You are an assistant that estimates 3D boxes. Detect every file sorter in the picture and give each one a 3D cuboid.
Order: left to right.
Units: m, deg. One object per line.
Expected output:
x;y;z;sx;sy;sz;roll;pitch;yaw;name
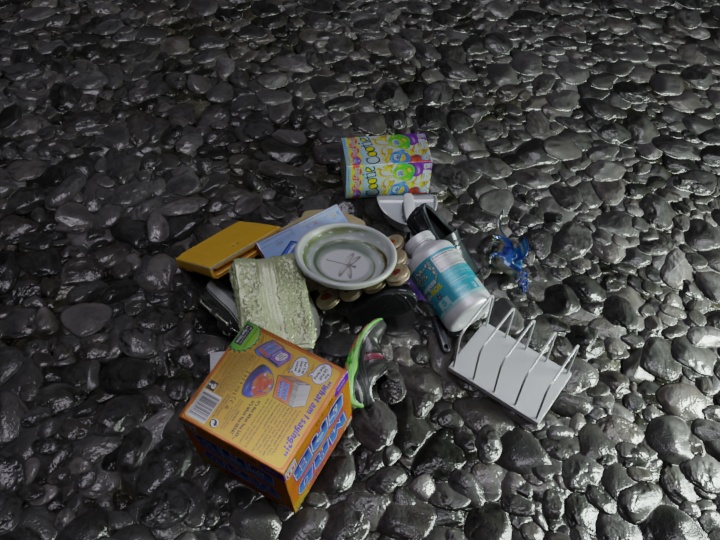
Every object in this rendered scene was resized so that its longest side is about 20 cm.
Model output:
0.292;0.163;1.461;0.200;0.125;0.139;31;56;21;file sorter

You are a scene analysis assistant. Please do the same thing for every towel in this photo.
-0.165;0.062;1.456;0.148;0.037;0.201;-6;67;-15;towel

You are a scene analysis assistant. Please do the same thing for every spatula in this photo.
0.146;0.085;1.586;0.056;0.021;0.201;-7;51;-14;spatula

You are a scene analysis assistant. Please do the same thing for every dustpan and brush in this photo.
0.112;-0.115;1.725;0.139;0.057;0.201;-2;53;-4;dustpan and brush

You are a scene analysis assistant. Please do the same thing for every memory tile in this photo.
0.000;0.000;1.551;0.199;0.017;0.154;-20;37;12;memory tile

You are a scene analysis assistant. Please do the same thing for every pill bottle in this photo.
0.169;0.016;1.562;0.110;0.111;0.200;-25;66;-22;pill bottle

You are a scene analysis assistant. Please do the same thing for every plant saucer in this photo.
-0.030;-0.017;1.502;0.199;0.050;0.201;3;39;-3;plant saucer

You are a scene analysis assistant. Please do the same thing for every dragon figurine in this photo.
0.329;-0.038;1.671;0.099;0.059;0.201;10;51;6;dragon figurine

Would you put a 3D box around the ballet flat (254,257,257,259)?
-0.184;0.037;1.541;0.065;0.071;0.201;-20;54;-3;ballet flat

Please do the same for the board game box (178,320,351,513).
-0.150;0.249;1.306;0.199;0.200;0.200;24;60;17;board game box

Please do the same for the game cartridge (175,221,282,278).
-0.276;-0.046;1.608;0.176;0.033;0.200;-33;22;-26;game cartridge

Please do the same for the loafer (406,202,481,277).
0.184;-0.059;1.641;0.201;0.070;0.068;46;45;2;loafer

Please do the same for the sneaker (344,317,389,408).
0.017;0.181;1.479;0.083;0.077;0.201;23;54;-5;sneaker

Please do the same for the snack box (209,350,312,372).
-0.189;0.184;1.488;0.199;0.024;0.072;-5;49;-6;snack box

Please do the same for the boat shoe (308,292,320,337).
-0.141;0.071;1.561;0.068;0.072;0.201;-37;58;18;boat shoe

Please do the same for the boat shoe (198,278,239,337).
-0.249;0.099;1.536;0.200;0.071;0.064;41;98;30;boat shoe

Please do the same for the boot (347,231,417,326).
0.056;0.004;1.581;0.164;0.066;0.201;-18;39;33;boot

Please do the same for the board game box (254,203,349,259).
-0.102;-0.052;1.558;0.199;0.019;0.103;-28;77;-26;board game box

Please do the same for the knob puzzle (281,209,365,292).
-0.077;-0.051;1.669;0.218;0.030;0.221;-6;59;9;knob puzzle

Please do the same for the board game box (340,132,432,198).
0.057;-0.246;1.805;0.199;0.103;0.105;-5;50;-7;board game box
